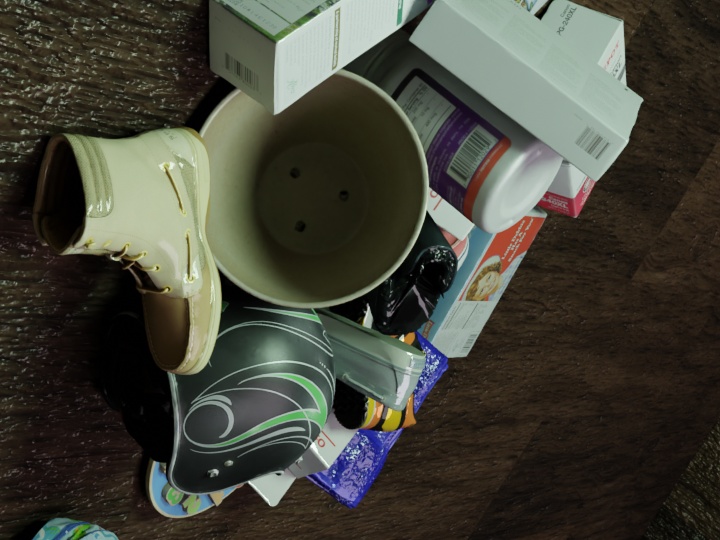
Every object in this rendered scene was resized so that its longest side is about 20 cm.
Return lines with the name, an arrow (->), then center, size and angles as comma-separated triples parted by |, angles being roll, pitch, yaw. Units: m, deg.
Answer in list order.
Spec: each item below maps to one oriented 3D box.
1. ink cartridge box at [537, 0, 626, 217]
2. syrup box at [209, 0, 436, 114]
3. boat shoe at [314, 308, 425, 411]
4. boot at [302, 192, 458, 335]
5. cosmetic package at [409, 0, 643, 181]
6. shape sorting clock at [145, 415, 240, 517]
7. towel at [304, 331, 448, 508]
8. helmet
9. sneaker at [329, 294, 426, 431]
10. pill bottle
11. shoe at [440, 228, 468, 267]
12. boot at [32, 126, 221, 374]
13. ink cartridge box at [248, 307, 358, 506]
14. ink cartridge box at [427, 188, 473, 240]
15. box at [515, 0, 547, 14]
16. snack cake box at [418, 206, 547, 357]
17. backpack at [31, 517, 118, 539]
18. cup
ink cartridge box -> 0.223, -0.174, 1.852 | 0.146, 0.083, 0.200 | -60, 158, -19
syrup box -> -0.026, -0.221, 1.393 | 0.200, 0.079, 0.082 | -38, 151, -31
boat shoe -> -0.033, 0.078, 1.604 | 0.070, 0.200, 0.072 | 14, 96, -58
boot -> 0.000, 0.000, 1.580 | 0.076, 0.169, 0.200 | 21, 124, -35
cosmetic package -> 0.148, -0.174, 1.484 | 0.052, 0.200, 0.151 | -53, 180, 26
shape sorting clock -> -0.140, 0.170, 1.746 | 0.200, 0.039, 0.200 | -41, 152, -27
towel -> -0.001, 0.136, 1.800 | 0.148, 0.049, 0.200 | 40, 75, -30
helmet -> -0.115, 0.092, 1.513 | 0.190, 0.200, 0.201 | -12, 136, -32
sneaker -> 0.023, 0.060, 1.677 | 0.090, 0.070, 0.201 | 11, 76, -37
pill bottle -> 0.077, -0.134, 1.536 | 0.111, 0.200, 0.112 | -39, 156, -22
shoe -> 0.051, -0.029, 1.785 | 0.200, 0.071, 0.091 | -25, 147, -40
boot -> -0.182, -0.011, 1.334 | 0.155, 0.073, 0.201 | -8, 99, -55
ink cartridge box -> -0.053, 0.122, 1.689 | 0.068, 0.116, 0.200 | -25, -158, 54
ink cartridge box -> 0.107, -0.096, 1.711 | 0.116, 0.067, 0.200 | -56, 180, 6
box -> 0.130, -0.295, 1.619 | 0.137, 0.038, 0.200 | -45, 154, -16
snack cake box -> 0.119, 0.001, 1.947 | 0.115, 0.067, 0.201 | 3, 120, -59
backpack -> -0.291, 0.329, 1.591 | 0.200, 0.154, 0.163 | -34, 155, 11
cup -> -0.044, -0.067, 1.468 | 0.201, 0.200, 0.143 | -52, 179, -2
